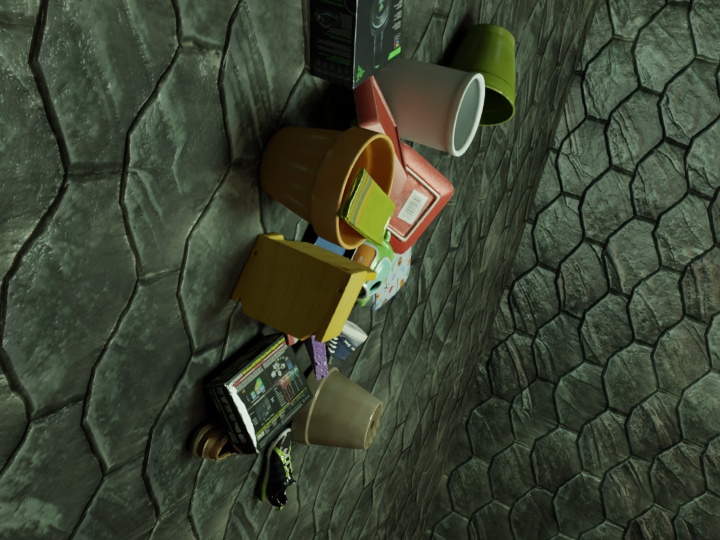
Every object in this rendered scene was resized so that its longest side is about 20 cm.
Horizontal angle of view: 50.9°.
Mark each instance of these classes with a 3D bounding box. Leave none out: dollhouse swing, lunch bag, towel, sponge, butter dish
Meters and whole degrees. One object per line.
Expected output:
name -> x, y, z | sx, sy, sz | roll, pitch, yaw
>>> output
dollhouse swing -> -0.092, 0.035, 1.398 | 0.183, 0.198, 0.176 | -65, 159, -6
lunch bag -> 0.060, -0.010, 1.886 | 0.200, 0.075, 0.161 | -48, 148, -40
towel -> 0.018, -0.102, 1.279 | 0.087, 0.018, 0.200 | -66, 158, -4
sponge -> -0.101, 0.127, 1.598 | 0.030, 0.112, 0.201 | -14, 136, -10
butter dish -> 0.067, -0.172, 1.671 | 0.199, 0.148, 0.201 | 35, 97, -34

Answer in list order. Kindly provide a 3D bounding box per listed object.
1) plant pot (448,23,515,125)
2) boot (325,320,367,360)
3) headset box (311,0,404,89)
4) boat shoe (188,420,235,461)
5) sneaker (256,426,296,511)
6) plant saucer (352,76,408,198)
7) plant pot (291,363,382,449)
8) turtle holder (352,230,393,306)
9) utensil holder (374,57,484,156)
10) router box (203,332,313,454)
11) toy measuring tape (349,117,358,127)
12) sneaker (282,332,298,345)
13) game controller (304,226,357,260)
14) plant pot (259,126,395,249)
plant pot -> 0.303, -0.496, 1.882 | 0.200, 0.198, 0.195 | 52, 50, -65
boot -> -0.058, 0.157, 1.775 | 0.091, 0.073, 0.200 | -49, 147, 2
headset box -> -0.003, -0.436, 1.314 | 0.174, 0.092, 0.202 | -45, 149, -44
boat shoe -> -0.249, 0.325, 1.469 | 0.200, 0.073, 0.076 | -15, 124, -64
sneaker -> -0.177, 0.458, 1.749 | 0.072, 0.082, 0.202 | -19, 126, -63
plant saucer -> 0.039, -0.272, 1.434 | 0.200, 0.036, 0.201 | 57, 19, -47
plant pot -> -0.046, 0.338, 1.797 | 0.200, 0.172, 0.202 | 16, 90, -74
turtle holder -> -0.008, -0.005, 1.630 | 0.185, 0.140, 0.133 | -44, -153, 57
utensil holder -> 0.135, -0.345, 1.572 | 0.170, 0.198, 0.171 | -50, 150, -43
router box -> -0.190, 0.232, 1.447 | 0.200, 0.062, 0.151 | -39, 113, -51
toy measuring tape -> 0.023, -0.255, 1.568 | 0.074, 0.073, 0.200 | -66, 158, -4
sneaker -> -0.111, 0.087, 1.453 | 0.200, 0.086, 0.074 | -117, -170, -73
game controller -> -0.048, -0.078, 1.535 | 0.042, 0.103, 0.202 | 120, -6, -83
plant pot -> -0.065, -0.161, 1.301 | 0.200, 0.182, 0.202 | -49, 151, -40
